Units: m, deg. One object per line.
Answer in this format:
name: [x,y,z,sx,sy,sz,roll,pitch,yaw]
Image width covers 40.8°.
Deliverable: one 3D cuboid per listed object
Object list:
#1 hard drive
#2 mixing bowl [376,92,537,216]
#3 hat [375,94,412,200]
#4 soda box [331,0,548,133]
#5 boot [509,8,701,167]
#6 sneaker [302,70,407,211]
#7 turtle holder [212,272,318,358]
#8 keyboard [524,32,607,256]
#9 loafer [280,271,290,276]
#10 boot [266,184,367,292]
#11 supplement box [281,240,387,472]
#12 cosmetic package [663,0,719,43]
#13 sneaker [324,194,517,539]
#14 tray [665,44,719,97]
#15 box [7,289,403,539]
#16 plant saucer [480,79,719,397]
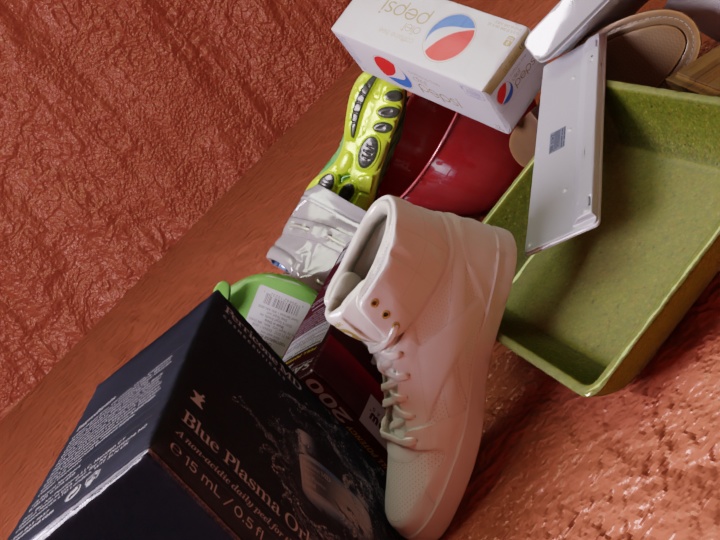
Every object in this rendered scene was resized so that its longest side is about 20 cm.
hard drive: [0.214,-0.231,0.770,0.132,0.026,0.199,-44,-6,34]
mixing bowl: [0.108,-0.131,0.965,0.202,0.107,0.201,-56,17,26]
hat: [0.052,-0.105,1.111,0.200,0.080,0.202,-41,-28,-27]
soda box: [0.067,-0.194,0.851,0.199,0.064,0.069,33,83,40]
boot: [0.222,-0.173,0.818,0.154,0.074,0.199,-38,4,-41]
sneaker: [0.003,-0.112,0.992,0.202,0.073,0.083,-63,-11,25]
turtle holder: [-0.079,0.101,0.869,0.138,0.190,0.132,-9,-9,3]
keyboard: [0.144,-0.093,0.671,0.056,0.011,0.202,-32,32,40]
loafer: [-0.072,0.031,1.110,0.199,0.076,0.068,-18,35,59]
boot: [0.000,0.000,0.904,0.198,0.074,0.096,29,80,36]
supplement box: [0.010,0.059,0.755,0.060,0.109,0.201,-30,21,36]
cosmetic package: [0.330,-0.272,0.764,0.200,0.084,0.108,-47,-15,-33]
sneaker: [0.019,0.058,0.590,0.073,0.114,0.204,1,77,60]
tray: [0.314,-0.164,0.650,0.198,0.037,0.099,-33,16,9]
box: [-0.074,0.149,0.560,0.117,0.197,0.201,-38,15,13]
plant saucer: [0.161,-0.022,0.617,0.201,0.048,0.199,-52,28,-2]
